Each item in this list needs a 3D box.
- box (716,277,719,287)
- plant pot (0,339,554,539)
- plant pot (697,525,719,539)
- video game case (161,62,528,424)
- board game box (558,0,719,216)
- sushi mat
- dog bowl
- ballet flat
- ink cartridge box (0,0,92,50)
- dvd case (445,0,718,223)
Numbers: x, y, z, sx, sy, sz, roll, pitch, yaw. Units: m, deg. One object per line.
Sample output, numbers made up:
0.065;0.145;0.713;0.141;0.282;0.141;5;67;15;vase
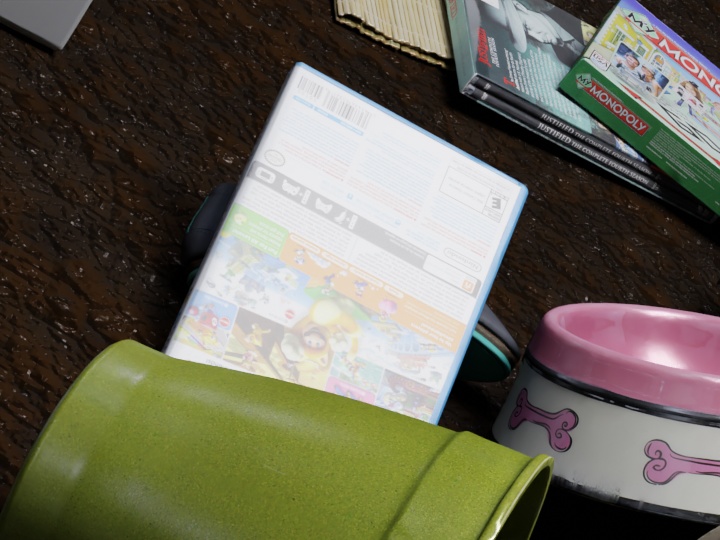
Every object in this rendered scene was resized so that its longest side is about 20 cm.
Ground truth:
0.310;0.060;1.710;0.200;0.040;0.137;38;0;-7;box
-0.048;0.127;1.239;0.193;0.201;0.200;26;29;10;plant pot
0.254;0.200;1.422;0.200;0.201;0.183;45;22;17;plant pot
-0.008;0.007;1.491;0.143;0.018;0.200;28;61;-10;video game case
0.228;-0.089;1.894;0.200;0.029;0.135;39;29;-2;board game box
0.020;-0.203;1.910;0.096;0.012;0.200;22;33;-22;sushi mat
0.171;0.072;1.526;0.200;0.074;0.200;9;10;-2;dog bowl
0.000;0.000;1.546;0.200;0.073;0.073;18;34;-21;ballet flat
-0.182;-0.251;1.657;0.145;0.145;0.200;29;32;-9;ink cartridge box
0.145;-0.119;1.892;0.200;0.022;0.146;27;31;-23;dvd case
